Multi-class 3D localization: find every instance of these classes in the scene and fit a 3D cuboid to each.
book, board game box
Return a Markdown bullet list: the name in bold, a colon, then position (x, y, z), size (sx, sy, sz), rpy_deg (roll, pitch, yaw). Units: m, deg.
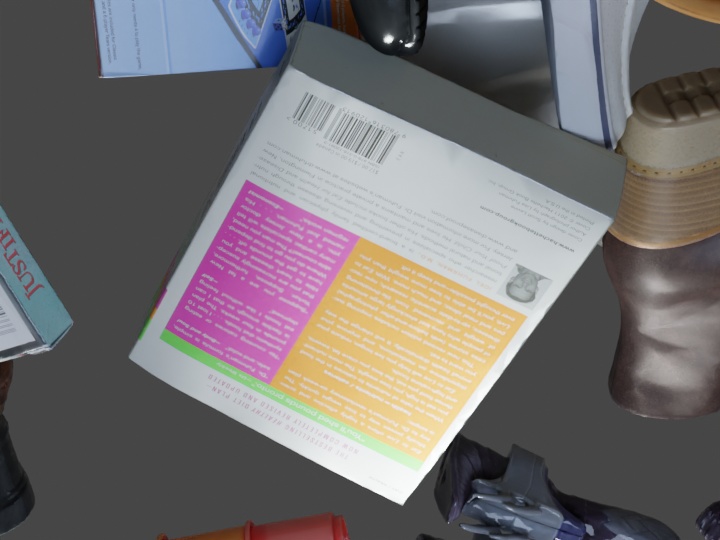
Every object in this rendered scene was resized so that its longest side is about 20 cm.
- **book**: position (0.000, 0.000, 1.059), size (0.134, 0.048, 0.200), rpy_deg (24, 140, -8)
- **board game box**: position (-0.056, -0.171, 1.007), size (0.103, 0.019, 0.200), rpy_deg (-3, 113, 2)

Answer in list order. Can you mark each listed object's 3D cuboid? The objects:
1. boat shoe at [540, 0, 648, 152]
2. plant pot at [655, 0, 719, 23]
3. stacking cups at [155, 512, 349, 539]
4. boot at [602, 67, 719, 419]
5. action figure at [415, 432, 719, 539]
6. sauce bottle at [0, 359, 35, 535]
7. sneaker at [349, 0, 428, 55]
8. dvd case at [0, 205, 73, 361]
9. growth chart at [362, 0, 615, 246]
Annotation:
- **boat shoe**: position (0.100, -0.138, 0.997), size (0.070, 0.071, 0.200), rpy_deg (-2, 107, 2)
- **plant pot**: position (0.144, -0.195, 0.863), size (0.200, 0.140, 0.200), rpy_deg (-11, 141, -9)
- **stacking cups**: position (-0.102, 0.144, 1.172), size (0.200, 0.061, 0.061), rpy_deg (-11, 119, 6)
- **boot**: position (0.194, -0.018, 1.096), size (0.200, 0.072, 0.166), rpy_deg (-7, 134, -3)
- **action figure**: position (0.124, 0.132, 1.166), size (0.200, 0.069, 0.130), rpy_deg (11, 114, -10)
- **sauce bottle**: position (-0.177, 0.019, 1.098), size (0.066, 0.066, 0.200), rpy_deg (-12, 117, 6)
- **sneaker**: position (-0.030, -0.167, 0.963), size (0.088, 0.074, 0.200), rpy_deg (-15, 103, 5)
- **dvd case**: position (-0.216, -0.014, 1.040), size (0.200, 0.022, 0.146), rpy_deg (-16, 112, 42)
- **growth chart**: position (0.041, -0.081, 1.072), size (0.145, 0.018, 0.200), rpy_deg (-1, 120, 0)
